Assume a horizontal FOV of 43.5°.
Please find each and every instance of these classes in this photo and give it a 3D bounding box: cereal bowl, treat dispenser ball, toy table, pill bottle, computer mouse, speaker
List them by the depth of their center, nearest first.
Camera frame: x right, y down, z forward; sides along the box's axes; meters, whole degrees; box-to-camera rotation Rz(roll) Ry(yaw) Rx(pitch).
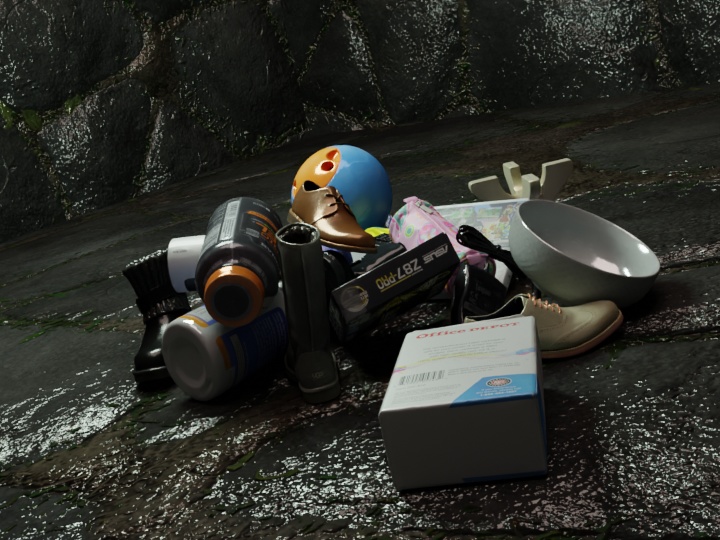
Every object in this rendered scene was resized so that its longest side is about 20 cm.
[{"bbox_3d":[-0.153,-0.008,1.145,0.105,0.107,0.200,-12,27,4],"label":"pill bottle"},{"bbox_3d":[0.172,0.044,1.158,0.046,0.139,0.201,-47,27,41],"label":"computer mouse"},{"bbox_3d":[0.278,-0.010,1.164,0.198,0.084,0.201,17,25,-8],"label":"cereal bowl"},{"bbox_3d":[-0.156,0.083,1.207,0.111,0.113,0.199,0,19,41],"label":"pill bottle"},{"bbox_3d":[-0.171,-0.017,1.301,0.198,0.082,0.081,-5,15,5],"label":"speaker"},{"bbox_3d":[0.285,-0.118,1.573,0.182,0.118,0.200,-16,16,-13],"label":"toy table"},{"bbox_3d":[-0.037,-0.143,1.769,0.199,0.203,0.201,-12,15,3],"label":"treat dispenser ball"}]

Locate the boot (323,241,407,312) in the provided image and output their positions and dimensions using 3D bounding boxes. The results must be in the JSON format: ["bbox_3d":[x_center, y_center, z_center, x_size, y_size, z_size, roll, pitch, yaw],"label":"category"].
[{"bbox_3d":[0.000,0.000,1.277,0.167,0.077,0.200,-29,-17,-23],"label":"boot"}]

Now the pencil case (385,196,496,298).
[{"bbox_3d":[0.115,-0.034,1.323,0.087,0.088,0.200,-17,35,-18],"label":"pencil case"}]

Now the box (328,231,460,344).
[{"bbox_3d":[0.038,0.027,1.162,0.160,0.049,0.200,-26,-10,-9],"label":"box"}]

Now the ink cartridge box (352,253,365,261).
[{"bbox_3d":[-0.037,0.008,1.490,0.199,0.041,0.199,19,32,36],"label":"ink cartridge box"}]

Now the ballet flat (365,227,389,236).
[{"bbox_3d":[0.070,-0.045,1.615,0.199,0.067,0.067,-2,39,45],"label":"ballet flat"}]

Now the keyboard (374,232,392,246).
[{"bbox_3d":[0.097,-0.037,1.488,0.199,0.040,0.104,15,28,31],"label":"keyboard"}]

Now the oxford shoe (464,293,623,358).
[{"bbox_3d":[0.213,0.061,1.046,0.198,0.075,0.071,-17,15,-14],"label":"oxford shoe"}]

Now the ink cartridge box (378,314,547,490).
[{"bbox_3d":[0.107,0.123,0.887,0.143,0.085,0.200,-9,16,13],"label":"ink cartridge box"}]

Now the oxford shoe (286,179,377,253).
[{"bbox_3d":[-0.039,-0.073,1.222,0.071,0.072,0.200,4,19,-36],"label":"oxford shoe"}]

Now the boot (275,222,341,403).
[{"bbox_3d":[-0.072,0.042,1.108,0.072,0.202,0.182,-17,15,-14],"label":"boot"}]

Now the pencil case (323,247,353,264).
[{"bbox_3d":[-0.104,0.021,1.363,0.199,0.078,0.087,-37,36,-19],"label":"pencil case"}]

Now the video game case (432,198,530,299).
[{"bbox_3d":[0.151,-0.032,1.383,0.198,0.023,0.183,-3,48,34],"label":"video game case"}]

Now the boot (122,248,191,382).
[{"bbox_3d":[-0.298,0.061,1.312,0.079,0.159,0.211,-13,14,4],"label":"boot"}]
